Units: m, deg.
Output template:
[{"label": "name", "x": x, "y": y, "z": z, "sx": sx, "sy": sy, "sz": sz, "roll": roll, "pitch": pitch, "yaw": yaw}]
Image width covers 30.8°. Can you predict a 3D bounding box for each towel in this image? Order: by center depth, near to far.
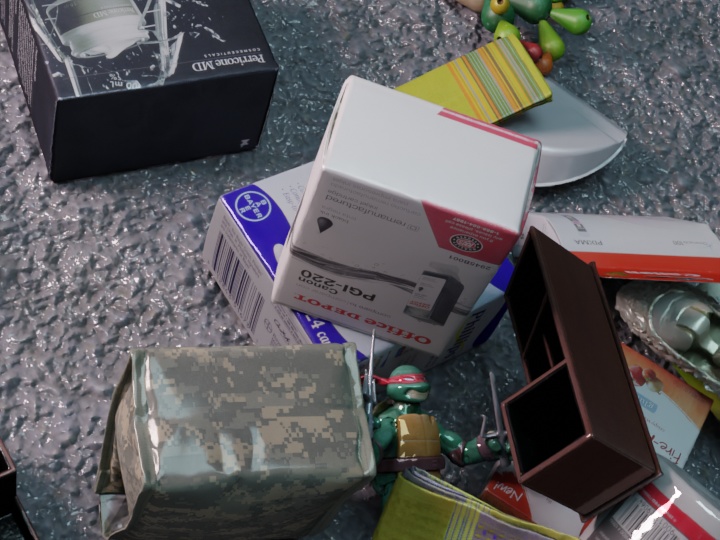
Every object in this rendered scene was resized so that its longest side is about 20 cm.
[{"label": "towel", "x": 0.060, "y": 0.248, "z": 0.919, "sx": 0.143, "sy": 0.201, "sz": 0.023, "roll": 24, "pitch": 13, "yaw": 9}, {"label": "towel", "x": 0.075, "y": -0.151, "z": 1.233, "sx": 0.199, "sy": 0.018, "sz": 0.086, "roll": -25, "pitch": 60, "yaw": -2}]

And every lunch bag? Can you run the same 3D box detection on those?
[{"label": "lunch bag", "x": -0.097, "y": 0.134, "z": 0.932, "sx": 0.163, "sy": 0.200, "sz": 0.118, "roll": 0, "pitch": 62, "yaw": -20}]

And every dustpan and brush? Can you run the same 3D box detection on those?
[{"label": "dustpan and brush", "x": 0.143, "y": -0.114, "z": 1.255, "sx": 0.199, "sy": 0.057, "sz": 0.139, "roll": -27, "pitch": 55, "yaw": -37}]

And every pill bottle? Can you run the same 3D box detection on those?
[{"label": "pill bottle", "x": 0.191, "y": 0.241, "z": 0.948, "sx": 0.111, "sy": 0.111, "sz": 0.200, "roll": 40, "pitch": 96, "yaw": 12}]

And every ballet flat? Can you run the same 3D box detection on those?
[{"label": "ballet flat", "x": 0.303, "y": 0.064, "z": 1.101, "sx": 0.200, "sy": 0.072, "sz": 0.072, "roll": 40, "pitch": 56, "yaw": 20}]

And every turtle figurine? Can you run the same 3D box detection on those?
[{"label": "turtle figurine", "x": 0.047, "y": 0.145, "z": 0.992, "sx": 0.149, "sy": 0.101, "sz": 0.202, "roll": -1, "pitch": 84, "yaw": -23}]

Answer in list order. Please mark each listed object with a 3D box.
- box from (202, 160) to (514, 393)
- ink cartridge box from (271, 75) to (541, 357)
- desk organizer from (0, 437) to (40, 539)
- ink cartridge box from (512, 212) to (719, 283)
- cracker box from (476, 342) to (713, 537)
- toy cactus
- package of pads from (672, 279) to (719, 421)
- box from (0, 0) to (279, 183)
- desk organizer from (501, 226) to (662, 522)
[{"label": "box", "x": 0.000, "y": 0.000, "z": 1.103, "sx": 0.199, "sy": 0.105, "sz": 0.184, "roll": -23, "pitch": 67, "yaw": -28}, {"label": "ink cartridge box", "x": 0.026, "y": -0.031, "z": 0.945, "sx": 0.145, "sy": 0.200, "sz": 0.085, "roll": 18, "pitch": 61, "yaw": -4}, {"label": "desk organizer", "x": -0.259, "y": 0.194, "z": 0.919, "sx": 0.071, "sy": 0.077, "sz": 0.201, "roll": -23, "pitch": 66, "yaw": -27}, {"label": "ink cartridge box", "x": 0.243, "y": -0.022, "z": 1.142, "sx": 0.161, "sy": 0.200, "sz": 0.058, "roll": 2, "pitch": 91, "yaw": -15}, {"label": "cracker box", "x": 0.193, "y": 0.154, "z": 1.086, "sx": 0.133, "sy": 0.058, "sz": 0.200, "roll": 32, "pitch": 56, "yaw": 6}, {"label": "toy cactus", "x": 0.159, "y": -0.282, "z": 1.341, "sx": 0.164, "sy": 0.103, "sz": 0.200, "roll": 22, "pitch": 49, "yaw": 18}, {"label": "package of pads", "x": 0.379, "y": 0.084, "z": 1.179, "sx": 0.154, "sy": 0.068, "sz": 0.200, "roll": -27, "pitch": 69, "yaw": -28}, {"label": "box", "x": -0.203, "y": -0.204, "z": 1.170, "sx": 0.199, "sy": 0.124, "sz": 0.198, "roll": -12, "pitch": 64, "yaw": -23}, {"label": "desk organizer", "x": 0.145, "y": 0.071, "z": 0.959, "sx": 0.077, "sy": 0.072, "sz": 0.201, "roll": 30, "pitch": 35, "yaw": -35}]
